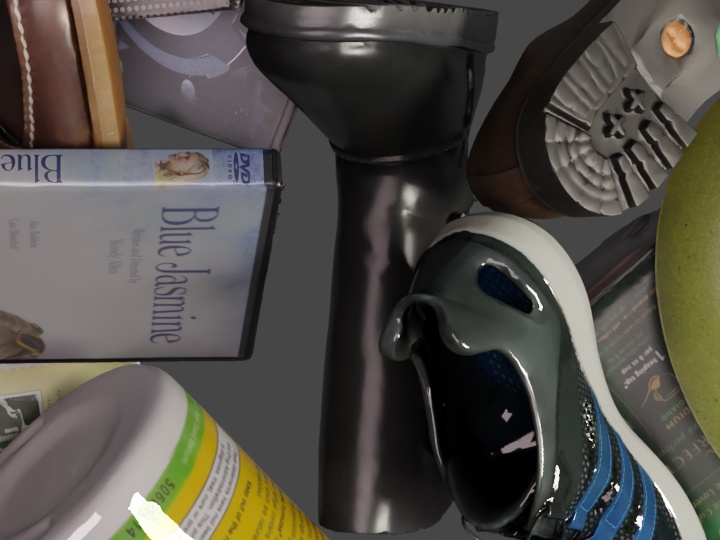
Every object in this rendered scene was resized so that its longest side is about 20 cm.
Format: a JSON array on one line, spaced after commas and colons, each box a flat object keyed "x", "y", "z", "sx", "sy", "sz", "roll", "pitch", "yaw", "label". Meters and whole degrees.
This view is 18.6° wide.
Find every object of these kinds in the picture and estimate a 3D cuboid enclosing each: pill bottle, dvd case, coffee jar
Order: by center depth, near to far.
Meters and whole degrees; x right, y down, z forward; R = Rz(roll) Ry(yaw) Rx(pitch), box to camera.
[{"x": -0.132, "y": -0.002, "z": 0.770, "sx": 0.200, "sy": 0.143, "sz": 0.018, "roll": -1, "pitch": 63, "yaw": -8, "label": "dvd case"}, {"x": -0.050, "y": 0.140, "z": 0.814, "sx": 0.111, "sy": 0.111, "sz": 0.200, "roll": -41, "pitch": 111, "yaw": 3, "label": "pill bottle"}, {"x": 0.148, "y": 0.078, "z": 0.853, "sx": 0.104, "sy": 0.085, "sz": 0.200, "roll": -40, "pitch": 96, "yaw": 4, "label": "coffee jar"}]

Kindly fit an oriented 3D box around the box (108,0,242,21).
[{"x": -0.148, "y": -0.181, "z": 0.785, "sx": 0.200, "sy": 0.048, "sz": 0.193, "roll": -5, "pitch": 100, "yaw": -2, "label": "box"}]

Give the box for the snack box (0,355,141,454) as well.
[{"x": -0.137, "y": 0.130, "z": 0.860, "sx": 0.116, "sy": 0.037, "sz": 0.200, "roll": -7, "pitch": 98, "yaw": -19, "label": "snack box"}]

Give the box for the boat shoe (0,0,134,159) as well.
[{"x": -0.115, "y": -0.048, "z": 0.776, "sx": 0.070, "sy": 0.200, "sz": 0.070, "roll": -6, "pitch": 61, "yaw": -5, "label": "boat shoe"}]

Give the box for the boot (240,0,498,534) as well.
[{"x": 0.001, "y": 0.000, "z": 0.806, "sx": 0.066, "sy": 0.165, "sz": 0.200, "roll": 11, "pitch": 98, "yaw": 25, "label": "boot"}]

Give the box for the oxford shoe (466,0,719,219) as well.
[{"x": 0.108, "y": -0.089, "z": 0.822, "sx": 0.200, "sy": 0.084, "sz": 0.073, "roll": -39, "pitch": 104, "yaw": -30, "label": "oxford shoe"}]

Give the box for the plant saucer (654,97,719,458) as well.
[{"x": 0.203, "y": 0.010, "z": 0.823, "sx": 0.200, "sy": 0.031, "sz": 0.200, "roll": 7, "pitch": 74, "yaw": -24, "label": "plant saucer"}]

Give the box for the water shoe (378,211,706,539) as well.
[{"x": 0.061, "y": 0.078, "z": 0.781, "sx": 0.071, "sy": 0.079, "sz": 0.200, "roll": -9, "pitch": 117, "yaw": 40, "label": "water shoe"}]

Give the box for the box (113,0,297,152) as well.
[{"x": -0.097, "y": -0.151, "z": 0.836, "sx": 0.200, "sy": 0.044, "sz": 0.160, "roll": 21, "pitch": 96, "yaw": -4, "label": "box"}]
